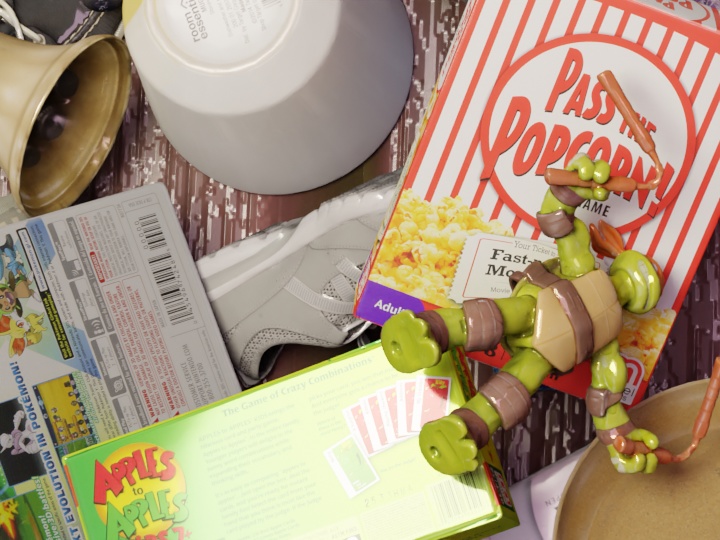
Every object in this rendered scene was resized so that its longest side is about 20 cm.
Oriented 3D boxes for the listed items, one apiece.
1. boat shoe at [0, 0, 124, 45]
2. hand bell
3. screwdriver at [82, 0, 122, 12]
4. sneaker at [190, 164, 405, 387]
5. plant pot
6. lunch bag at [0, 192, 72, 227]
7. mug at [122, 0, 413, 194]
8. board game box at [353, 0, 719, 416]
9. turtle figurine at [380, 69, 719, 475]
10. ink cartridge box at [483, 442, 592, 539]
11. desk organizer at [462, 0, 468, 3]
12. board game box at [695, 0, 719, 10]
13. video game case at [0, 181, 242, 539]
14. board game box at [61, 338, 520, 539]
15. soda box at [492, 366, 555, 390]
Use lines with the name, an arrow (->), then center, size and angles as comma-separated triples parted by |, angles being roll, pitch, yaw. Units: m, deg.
boat shoe -> -0.204, -0.114, 1.593 | 0.200, 0.060, 0.074 | -40, 73, 0
hand bell -> -0.230, -0.114, 1.534 | 0.199, 0.104, 0.104 | 26, 86, 19
screwdriver -> -0.144, -0.232, 1.604 | 0.028, 0.029, 0.201 | -5, 64, 4
sneaker -> 0.000, 0.000, 1.526 | 0.200, 0.075, 0.082 | -23, 93, 35
plant pot -> 0.191, 0.143, 1.402 | 0.199, 0.028, 0.201 | 0, 59, 0
lunch bag -> -0.198, 0.064, 1.533 | 0.200, 0.118, 0.164 | -30, 81, -25
mug -> -0.073, -0.133, 1.529 | 0.186, 0.153, 0.150 | 24, 86, 12
board game box -> 0.100, -0.047, 1.422 | 0.151, 0.046, 0.201 | 19, 110, -5
turtle figurine -> 0.087, 0.017, 1.368 | 0.161, 0.064, 0.201 | -25, 114, -30
ink cartridge box -> 0.140, 0.192, 1.501 | 0.162, 0.057, 0.201 | -28, 74, 4
desk organizer -> 0.083, -0.181, 1.506 | 0.077, 0.072, 0.200 | -34, 49, -28
board game box -> 0.236, -0.119, 1.542 | 0.119, 0.032, 0.201 | -15, 79, 2
video game case -> -0.142, 0.070, 1.479 | 0.182, 0.022, 0.201 | -18, 86, -36
board game box -> -0.034, 0.107, 1.411 | 0.199, 0.048, 0.102 | -20, 75, 10
soda box -> 0.100, -0.039, 1.530 | 0.064, 0.068, 0.201 | -3, 81, 8
